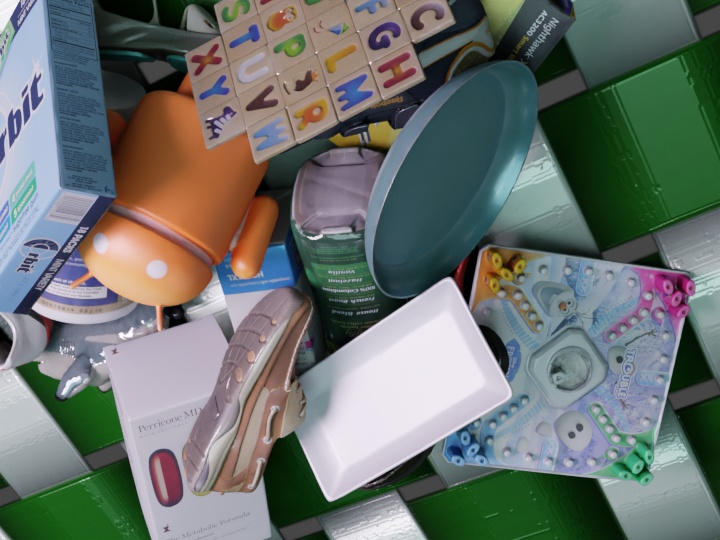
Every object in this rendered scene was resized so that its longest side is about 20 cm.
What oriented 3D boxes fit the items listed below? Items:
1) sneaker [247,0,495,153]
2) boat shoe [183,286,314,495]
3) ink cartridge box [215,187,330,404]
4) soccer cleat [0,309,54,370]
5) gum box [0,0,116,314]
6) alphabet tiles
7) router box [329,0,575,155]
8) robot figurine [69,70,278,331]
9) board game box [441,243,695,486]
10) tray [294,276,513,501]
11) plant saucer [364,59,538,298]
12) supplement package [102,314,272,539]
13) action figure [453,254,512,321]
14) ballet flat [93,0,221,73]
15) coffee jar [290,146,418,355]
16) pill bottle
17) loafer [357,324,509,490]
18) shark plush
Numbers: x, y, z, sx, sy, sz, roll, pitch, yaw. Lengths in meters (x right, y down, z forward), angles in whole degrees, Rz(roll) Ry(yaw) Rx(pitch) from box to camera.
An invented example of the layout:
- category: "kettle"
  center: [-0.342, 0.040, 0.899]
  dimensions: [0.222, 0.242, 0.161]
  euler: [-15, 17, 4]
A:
- category: "sneaker"
  center: [0.013, -0.135, 0.841]
  dimensions: [0.200, 0.079, 0.080]
  euler: [-36, 112, 6]
- category: "boat shoe"
  center: [-0.081, 0.103, 0.935]
  dimensions: [0.071, 0.076, 0.201]
  euler: [19, 115, -21]
- category: "ink cartridge box"
  center: [-0.066, 0.041, 1.005]
  dimensions: [0.067, 0.116, 0.201]
  euler: [-7, 117, 10]
- category: "soccer cleat"
  center: [-0.358, 0.003, 1.027]
  dimensions: [0.068, 0.085, 0.201]
  euler: [-29, 101, 21]
- category: "gum box"
  center: [-0.247, -0.096, 0.849]
  dimensions: [0.044, 0.201, 0.170]
  euler: [9, 145, -35]
- category: "alphabet tiles"
  center: [-0.035, -0.168, 0.816]
  dimensions: [0.199, 0.167, 0.006]
  euler: [-25, 144, 12]
- category: "router box"
  center: [0.050, -0.175, 0.908]
  dimensions: [0.157, 0.052, 0.200]
  euler: [32, 118, -11]
- category: "robot figurine"
  center: [-0.144, -0.058, 0.879]
  dimensions: [0.116, 0.201, 0.144]
  euler: [13, 162, 46]
- category: "board game box"
  center: [0.186, 0.088, 0.998]
  dimensions: [0.199, 0.026, 0.201]
  euler: [8, 101, -10]
- category: "tray"
  center: [0.027, 0.099, 0.919]
  dimensions: [0.200, 0.022, 0.108]
  euler: [-35, 75, 28]
- category: "plant saucer"
  center: [0.066, -0.072, 0.856]
  dimensions: [0.027, 0.200, 0.201]
  euler: [34, 123, 26]
- category: "supplement package"
  center: [-0.160, 0.163, 1.053]
  dimensions: [0.113, 0.110, 0.201]
  euler: [-17, 128, -16]
- category: "action figure"
  center: [0.085, 0.073, 1.042]
  dimensions: [0.065, 0.099, 0.201]
  euler: [17, 97, 0]
- category: "ballet flat"
  center: [-0.158, -0.193, 0.921]
  dimensions: [0.199, 0.067, 0.064]
  euler: [10, 89, -2]
- category: "coffee jar"
  center: [0.000, 0.000, 0.955]
  dimensions: [0.085, 0.105, 0.201]
  euler: [-4, 138, 10]
- category: "pill bottle"
  center: [-0.234, -0.064, 0.970]
  dimensions: [0.110, 0.111, 0.201]
  euler: [12, 120, 0]
- category: "loafer"
  center: [0.038, 0.118, 0.969]
  dimensions: [0.200, 0.071, 0.073]
  euler: [-50, 64, 26]
- category: "shark plush"
  center: [-0.233, 0.050, 1.063]
  dimensions: [0.200, 0.091, 0.084]
  euler: [-34, 80, 27]
